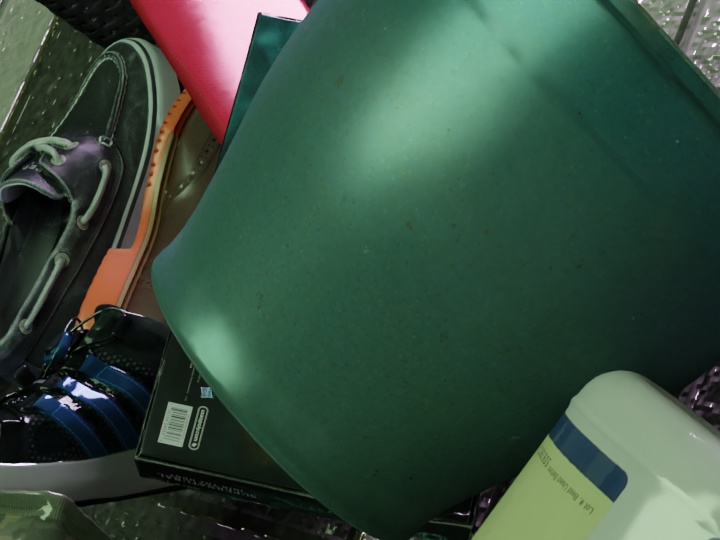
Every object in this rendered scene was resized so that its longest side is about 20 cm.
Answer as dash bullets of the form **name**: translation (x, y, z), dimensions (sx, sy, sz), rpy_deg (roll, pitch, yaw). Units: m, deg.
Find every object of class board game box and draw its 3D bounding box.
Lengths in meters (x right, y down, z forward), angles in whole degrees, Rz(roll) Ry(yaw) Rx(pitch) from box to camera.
- **board game box**: translation (0.000, 0.000, 0.848), dimensions (0.134, 0.028, 0.201), rpy_deg (12, 68, 5)

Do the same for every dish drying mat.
- **dish drying mat**: translation (-0.046, -0.092, 0.974), dimensions (0.200, 0.076, 0.018), rpy_deg (57, 151, 38)

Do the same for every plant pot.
- **plant pot**: translation (0.036, -0.016, 0.735), dimensions (0.188, 0.200, 0.200), rpy_deg (-42, 41, 10)

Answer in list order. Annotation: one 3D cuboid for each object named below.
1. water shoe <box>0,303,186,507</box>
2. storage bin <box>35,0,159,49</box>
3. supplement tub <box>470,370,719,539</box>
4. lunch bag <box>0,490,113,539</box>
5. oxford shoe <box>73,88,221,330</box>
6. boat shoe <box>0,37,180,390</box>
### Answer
- **water shoe**: translation (-0.114, 0.055, 0.858), dimensions (0.071, 0.199, 0.080), rpy_deg (-18, 79, 51)
- **storage bin**: translation (-0.111, -0.229, 1.129), dimensions (0.135, 0.094, 0.201), rpy_deg (-28, 48, 31)
- **supplement tub**: translation (0.072, 0.148, 0.640), dimensions (0.201, 0.145, 0.145), rpy_deg (-53, 39, 4)
- **lunch bag**: translation (-0.183, 0.160, 0.744), dimensions (0.199, 0.118, 0.165), rpy_deg (2, 63, 27)
- **oxford shoe**: translation (-0.065, -0.018, 0.977), dimensions (0.072, 0.071, 0.201), rpy_deg (13, 62, 13)
- **boat shoe**: translation (-0.146, -0.036, 1.053), dimensions (0.071, 0.068, 0.201), rpy_deg (-7, 60, 43)
